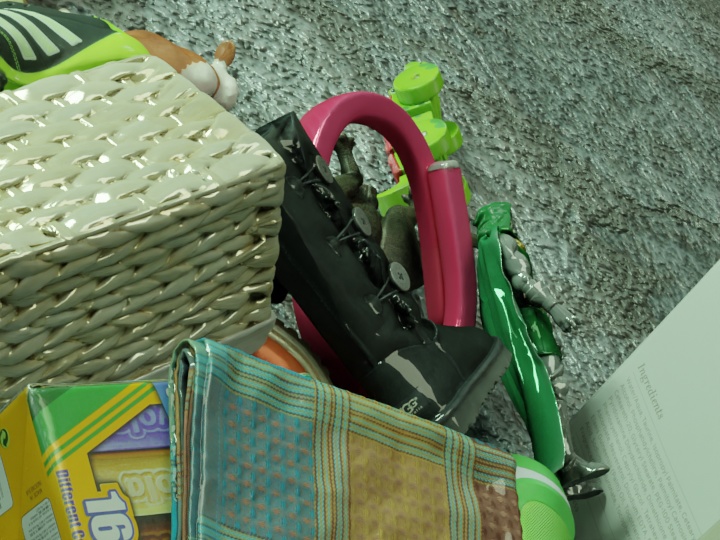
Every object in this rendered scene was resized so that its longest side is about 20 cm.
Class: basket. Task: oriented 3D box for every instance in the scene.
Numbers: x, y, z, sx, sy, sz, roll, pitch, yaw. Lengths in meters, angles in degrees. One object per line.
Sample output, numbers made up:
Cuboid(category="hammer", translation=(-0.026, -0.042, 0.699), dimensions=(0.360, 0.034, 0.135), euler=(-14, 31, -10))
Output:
Cuboid(category="basket", translation=(-0.146, -0.013, 0.789), dimensions=(0.199, 0.125, 0.135), euler=(-22, 48, -40))

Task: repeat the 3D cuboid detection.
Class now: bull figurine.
Cuboid(category="bull figurine", translation=(-0.161, -0.117, 0.990), dimensions=(0.120, 0.066, 0.200), euler=(17, 19, 19))

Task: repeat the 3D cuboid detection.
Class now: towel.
Cuboid(category="towel", translation=(0.002, 0.118, 0.698), dimensions=(0.198, 0.022, 0.148), euler=(21, 50, -34))

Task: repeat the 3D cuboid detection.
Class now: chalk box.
Cuboid(category="chalk box", translation=(-0.079, 0.128, 0.723), dimensions=(0.198, 0.125, 0.125), euler=(2, 61, -42))

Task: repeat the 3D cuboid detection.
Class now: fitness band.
Cuboid(category="fitness band", translation=(0.014, -0.013, 1.007), dimensions=(0.143, 0.037, 0.203), euler=(-4, 85, -47))

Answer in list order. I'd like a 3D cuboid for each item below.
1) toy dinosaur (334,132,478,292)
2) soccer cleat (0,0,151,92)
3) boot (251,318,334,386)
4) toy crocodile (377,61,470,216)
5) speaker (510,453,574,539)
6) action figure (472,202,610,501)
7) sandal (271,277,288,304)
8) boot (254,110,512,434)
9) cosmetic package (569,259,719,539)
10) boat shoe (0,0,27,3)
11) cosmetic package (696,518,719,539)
Cuboid(category="toy dinosaur", translation=(0.001, -0.024, 1.081), dimensions=(0.199, 0.077, 0.103), euler=(31, 49, -33))
Cuboid(category="soccer cleat", translation=(-0.194, -0.108, 0.831), dimensions=(0.081, 0.068, 0.199), euler=(41, 27, 30))
Cuboid(category="boot", translation=(-0.053, 0.098, 0.860), dimensions=(0.200, 0.075, 0.107), euler=(44, 37, 6))
Cuboid(category="toy crocodile", translation=(0.043, -0.097, 1.213), dimensions=(0.201, 0.061, 0.068), euler=(-92, 162, -53))
Cuboid(category="speaker", translation=(0.076, 0.193, 0.857), dimensions=(0.088, 0.089, 0.201), euler=(29, 33, -15))
Cuboid(category="action figure", translation=(0.108, 0.045, 1.013), dimensions=(0.054, 0.118, 0.202), euler=(-13, 67, -5))
Cuboid(category="sandal", translation=(-0.091, -0.040, 0.959), dimensions=(0.075, 0.045, 0.200), euler=(19, 12, -36))
Cuboid(category="boot", translation=(0.000, 0.000, 0.924), dimensions=(0.201, 0.065, 0.165), euler=(51, 14, -2))
Cuboid(category="cosmetic package", translation=(0.250, 0.132, 1.000), dimensions=(0.166, 0.201, 0.168), euler=(17, 38, -29))
Cuboid(category="boat shoe", translation=(-0.294, -0.203, 0.985), dimensions=(0.199, 0.073, 0.063), euler=(39, 34, -4))
Cuboid(category="cosmetic package", translation=(0.219, 0.204, 0.879), dimensions=(0.102, 0.201, 0.088), euler=(15, 39, -30))
